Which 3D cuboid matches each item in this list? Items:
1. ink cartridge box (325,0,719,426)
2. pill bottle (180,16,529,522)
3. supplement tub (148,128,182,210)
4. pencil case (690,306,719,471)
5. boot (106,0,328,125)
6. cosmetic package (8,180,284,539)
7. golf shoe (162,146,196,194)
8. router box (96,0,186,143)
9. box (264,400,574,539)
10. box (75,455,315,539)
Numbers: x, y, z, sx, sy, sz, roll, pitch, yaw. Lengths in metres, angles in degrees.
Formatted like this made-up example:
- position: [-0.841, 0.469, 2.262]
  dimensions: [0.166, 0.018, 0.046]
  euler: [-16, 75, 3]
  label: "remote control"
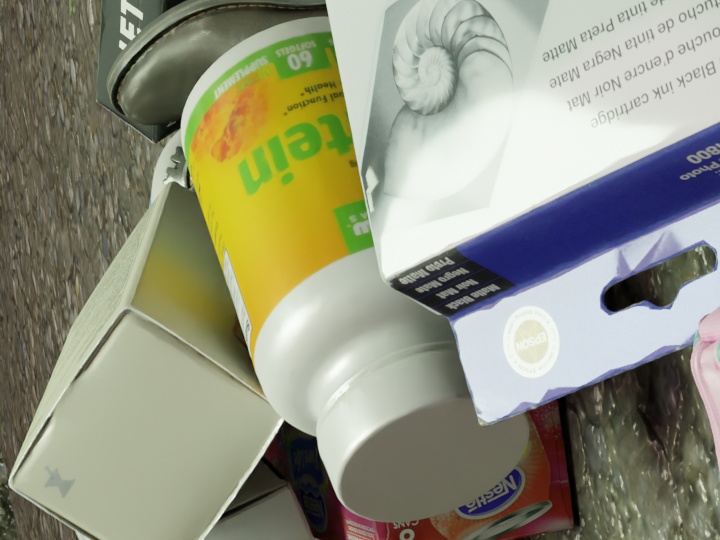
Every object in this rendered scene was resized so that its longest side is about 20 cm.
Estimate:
- position: [0.078, -0.067, 0.785]
  dimensions: [0.199, 0.040, 0.201]
  euler: [-27, 70, 40]
  label: "ink cartridge box"
- position: [0.000, 0.000, 0.932]
  dimensions: [0.111, 0.110, 0.201]
  euler: [102, 153, -49]
  label: "pill bottle"
- position: [-0.063, 0.013, 1.282]
  dimensions: [0.201, 0.131, 0.133]
  euler: [103, 154, -51]
  label: "supplement tub"
- position: [0.153, 0.105, 0.694]
  dimensions: [0.087, 0.087, 0.202]
  euler: [177, 87, -73]
  label: "pencil case"
- position: [-0.025, -0.051, 1.066]
  dimensions: [0.069, 0.199, 0.175]
  euler: [40, -142, -61]
  label: "boot"
- position: [-0.088, 0.045, 1.029]
  dimensions: [0.104, 0.087, 0.200]
  euler: [-54, 9, 16]
  label: "cosmetic package"
- position: [-0.022, -0.100, 1.166]
  dimensions: [0.201, 0.094, 0.078]
  euler: [-68, -26, -11]
  label: "golf shoe"
- position: [-0.069, -0.185, 1.182]
  dimensions: [0.051, 0.149, 0.201]
  euler: [34, 139, 24]
  label: "router box"
- position: [0.019, 0.080, 1.093]
  dimensions: [0.200, 0.099, 0.096]
  euler: [179, 84, -73]
  label: "box"
- position: [-0.067, 0.175, 1.125]
  dimensions: [0.177, 0.096, 0.200]
  euler: [68, 168, -17]
  label: "box"
